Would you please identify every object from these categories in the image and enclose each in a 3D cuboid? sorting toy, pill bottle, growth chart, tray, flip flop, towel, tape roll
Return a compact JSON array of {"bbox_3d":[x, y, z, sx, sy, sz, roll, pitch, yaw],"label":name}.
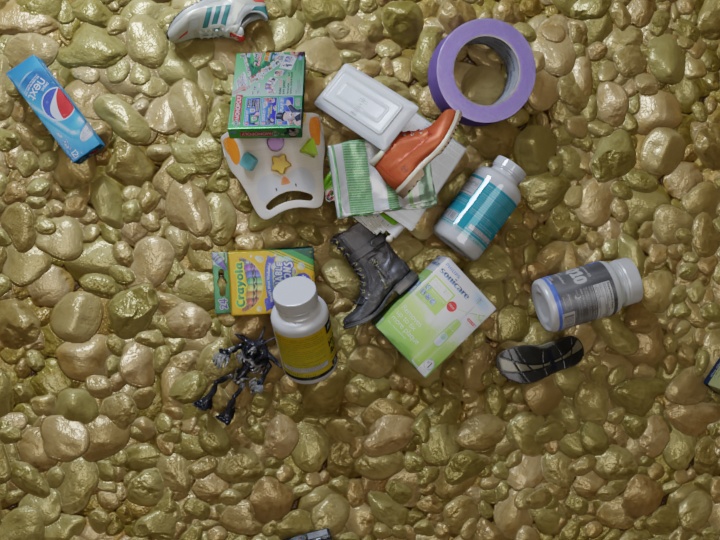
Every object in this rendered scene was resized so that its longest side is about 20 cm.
[{"bbox_3d":[-0.151,-0.196,1.685,0.200,0.107,0.180,-14,91,-6],"label":"sorting toy"},{"bbox_3d":[-0.110,0.112,1.676,0.111,0.111,0.200,-15,131,-6],"label":"pill bottle"},{"bbox_3d":[0.460,0.046,1.789,0.200,0.114,0.114,-16,97,-6],"label":"pill bottle"},{"bbox_3d":[0.023,-0.151,1.745,0.200,0.018,0.145,34,71,-5],"label":"growth chart"},{"bbox_3d":[0.006,-0.319,1.686,0.200,0.022,0.107,37,88,29],"label":"tray"},{"bbox_3d":[0.242,-0.127,1.747,0.111,0.111,0.200,37,90,-9],"label":"pill bottle"},{"bbox_3d":[0.367,0.181,1.821,0.200,0.058,0.081,-14,92,-21],"label":"flip flop"},{"bbox_3d":[0.042,-0.185,1.709,0.200,0.023,0.153,-9,93,-8],"label":"towel"},{"bbox_3d":[0.238,-0.388,1.739,0.200,0.085,0.200,-1,96,-8],"label":"tape roll"}]

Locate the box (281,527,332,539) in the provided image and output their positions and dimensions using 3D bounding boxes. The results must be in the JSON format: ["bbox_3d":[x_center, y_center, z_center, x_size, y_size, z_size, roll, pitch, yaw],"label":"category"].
[{"bbox_3d":[-0.141,0.629,1.791,0.200,0.044,0.161,-14,97,-6],"label":"box"}]

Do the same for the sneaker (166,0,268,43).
[{"bbox_3d":[-0.267,-0.468,1.671,0.200,0.070,0.094,-31,92,-7],"label":"sneaker"}]

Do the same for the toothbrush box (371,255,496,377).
[{"bbox_3d":[0.144,0.090,1.765,0.200,0.086,0.146,-43,99,-4],"label":"toothbrush box"}]

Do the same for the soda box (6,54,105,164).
[{"bbox_3d":[-0.566,-0.298,1.647,0.064,0.068,0.200,-37,98,-3],"label":"soda box"}]

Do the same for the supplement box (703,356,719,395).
[{"bbox_3d":[0.855,0.204,1.810,0.134,0.200,0.200,34,90,-9],"label":"supplement box"}]

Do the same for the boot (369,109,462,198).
[{"bbox_3d":[0.106,-0.246,1.675,0.107,0.075,0.200,41,85,-2],"label":"boot"}]

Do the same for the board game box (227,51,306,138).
[{"bbox_3d":[-0.172,-0.330,1.648,0.134,0.029,0.200,-1,56,2],"label":"board game box"}]

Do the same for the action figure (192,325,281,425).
[{"bbox_3d":[-0.233,0.201,1.717,0.119,0.102,0.200,34,91,3],"label":"action figure"}]

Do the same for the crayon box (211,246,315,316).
[{"bbox_3d":[-0.189,0.022,1.732,0.200,0.052,0.126,-4,95,-7],"label":"crayon box"}]

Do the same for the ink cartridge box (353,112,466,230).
[{"bbox_3d":[0.089,-0.205,1.750,0.162,0.057,0.200,34,92,-8],"label":"ink cartridge box"}]

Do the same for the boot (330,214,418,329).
[{"bbox_3d":[0.000,0.000,1.756,0.200,0.069,0.174,-40,93,-7],"label":"boot"}]
